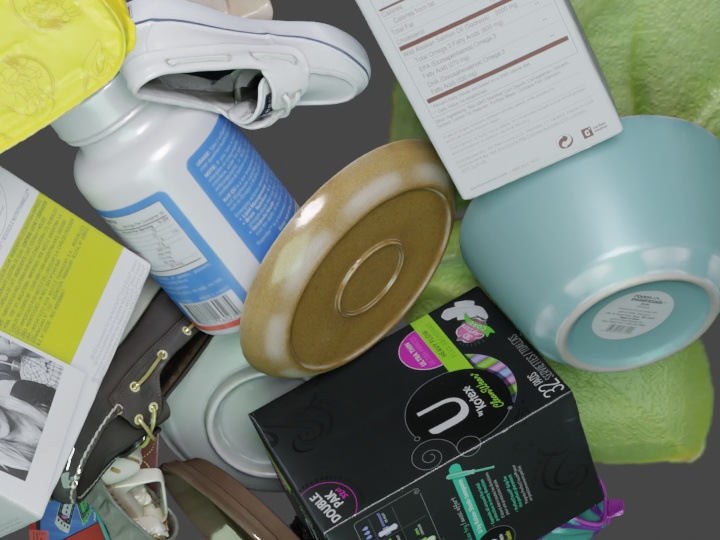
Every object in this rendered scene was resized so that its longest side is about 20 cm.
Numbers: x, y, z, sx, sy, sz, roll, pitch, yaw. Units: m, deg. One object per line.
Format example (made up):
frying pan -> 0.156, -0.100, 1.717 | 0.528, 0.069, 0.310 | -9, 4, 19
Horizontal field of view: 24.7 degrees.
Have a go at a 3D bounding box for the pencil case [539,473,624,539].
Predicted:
pencil case -> 0.121, 0.239, 1.344 | 0.092, 0.085, 0.200 | 32, 117, -4

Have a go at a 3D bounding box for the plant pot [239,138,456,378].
plant pot -> 0.000, 0.000, 1.137 | 0.200, 0.027, 0.200 | -37, 152, -24

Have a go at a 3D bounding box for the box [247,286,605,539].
box -> 0.048, 0.135, 1.195 | 0.200, 0.149, 0.124 | -29, 129, -8

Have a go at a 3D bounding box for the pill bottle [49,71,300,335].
pill bottle -> -0.123, -0.060, 1.119 | 0.112, 0.112, 0.200 | -28, 120, 14

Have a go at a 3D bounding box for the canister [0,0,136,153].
canister -> -0.205, -0.165, 0.991 | 0.149, 0.200, 0.087 | -30, 120, 15

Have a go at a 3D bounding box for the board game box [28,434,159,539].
board game box -> -0.210, 0.157, 1.296 | 0.103, 0.019, 0.200 | 2, 130, -6

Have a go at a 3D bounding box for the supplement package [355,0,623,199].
supplement package -> 0.071, -0.169, 1.055 | 0.117, 0.117, 0.200 | -24, 121, 12

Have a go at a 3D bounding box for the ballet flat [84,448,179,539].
ballet flat -> -0.185, 0.150, 1.232 | 0.064, 0.067, 0.200 | -15, 141, 4

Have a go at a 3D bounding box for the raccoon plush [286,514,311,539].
raccoon plush -> 0.018, 0.235, 1.304 | 0.200, 0.134, 0.097 | -40, 117, 21

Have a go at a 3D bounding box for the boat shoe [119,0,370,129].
boat shoe -> -0.073, -0.123, 1.066 | 0.200, 0.065, 0.074 | 3, 150, -37

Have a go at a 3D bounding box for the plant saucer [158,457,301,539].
plant saucer -> -0.076, 0.214, 1.265 | 0.029, 0.200, 0.200 | -44, 121, -17

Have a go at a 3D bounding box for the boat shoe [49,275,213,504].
boat shoe -> -0.160, 0.086, 1.156 | 0.061, 0.201, 0.072 | 20, 140, 7

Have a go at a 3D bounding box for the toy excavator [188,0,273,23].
toy excavator -> -0.084, -0.236, 1.001 | 0.200, 0.100, 0.194 | -36, 143, 27

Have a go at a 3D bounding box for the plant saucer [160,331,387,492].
plant saucer -> -0.065, 0.105, 1.267 | 0.200, 0.050, 0.200 | -2, 124, -2

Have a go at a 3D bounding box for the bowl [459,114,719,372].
bowl -> 0.177, -0.002, 1.139 | 0.201, 0.105, 0.201 | -10, 146, -7

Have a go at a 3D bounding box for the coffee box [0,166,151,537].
coffee box -> -0.295, 0.051, 1.088 | 0.198, 0.200, 0.200 | 34, 145, -22
